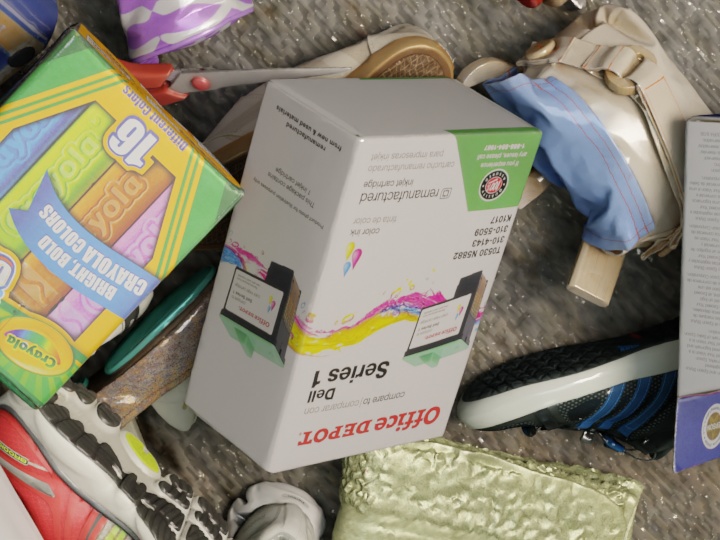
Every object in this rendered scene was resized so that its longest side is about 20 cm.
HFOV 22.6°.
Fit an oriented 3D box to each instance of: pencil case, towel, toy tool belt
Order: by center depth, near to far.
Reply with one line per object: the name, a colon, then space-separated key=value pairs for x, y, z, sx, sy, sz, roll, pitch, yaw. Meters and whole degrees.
pencil case: x=-0.133 y=-0.217 z=1.017 sx=0.085 sy=0.084 sz=0.201 roll=-18 pitch=99 yaw=29
toy tool belt: x=0.120 y=-0.089 z=1.038 sx=0.123 sy=0.125 sz=0.200 roll=-39 pitch=99 yaw=-7
towel: x=0.071 y=0.179 z=1.107 sx=0.199 sy=0.036 sz=0.149 roll=14 pitch=93 yaw=-15

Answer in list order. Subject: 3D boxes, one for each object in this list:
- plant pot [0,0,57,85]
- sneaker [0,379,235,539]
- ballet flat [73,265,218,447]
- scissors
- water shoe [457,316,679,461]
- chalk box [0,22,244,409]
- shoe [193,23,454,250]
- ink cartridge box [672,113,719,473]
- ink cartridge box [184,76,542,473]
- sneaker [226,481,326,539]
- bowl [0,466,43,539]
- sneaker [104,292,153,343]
plant pot: x=-0.285 y=-0.159 z=0.924 sx=0.200 sy=0.200 sz=0.180 roll=-37 pitch=73 yaw=2
sneaker: x=-0.140 y=0.150 z=1.025 sx=0.085 sy=0.077 sz=0.200 roll=-40 pitch=91 yaw=23
ballet flat: x=-0.138 y=0.078 z=1.071 sx=0.200 sy=0.068 sz=0.067 roll=-39 pitch=105 yaw=11
scissors: x=-0.102 y=-0.108 z=1.003 sx=0.073 sy=0.199 sz=0.014 roll=46 pitch=48 yaw=-38
water shoe: x=0.160 y=0.082 z=1.091 sx=0.199 sy=0.072 sz=0.079 roll=-14 pitch=101 yaw=-2
chalk box: x=-0.174 y=-0.015 z=0.949 sx=0.124 sy=0.125 sz=0.200 roll=43 pitch=92 yaw=-12
shoe: x=-0.037 y=-0.080 z=1.065 sx=0.199 sy=0.053 sz=0.070 roll=-32 pitch=132 yaw=4
ink cartridge box: x=0.252 y=0.006 z=1.044 sx=0.196 sy=0.043 sz=0.201 roll=-10 pitch=103 yaw=-47
ink cartridge box: x=0.000 y=0.000 z=1.001 sx=0.144 sy=0.084 sz=0.201 roll=-7 pitch=121 yaw=-44
sneaker: x=-0.079 y=0.228 z=1.087 sx=0.075 sy=0.081 sz=0.201 roll=19 pitch=98 yaw=-9
bowl: x=-0.253 y=0.136 z=1.016 sx=0.075 sy=0.200 sz=0.200 roll=-35 pitch=101 yaw=-32
sneaker: x=-0.190 y=-0.047 z=1.050 sx=0.087 sy=0.076 sz=0.201 roll=-28 pitch=103 yaw=-17
